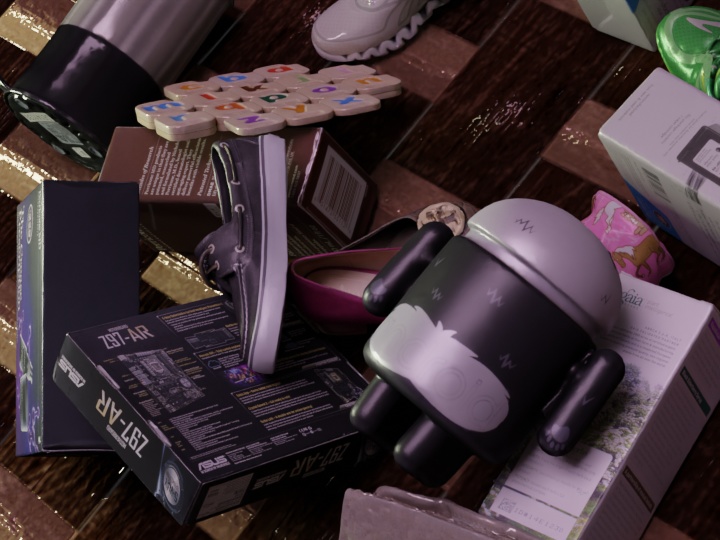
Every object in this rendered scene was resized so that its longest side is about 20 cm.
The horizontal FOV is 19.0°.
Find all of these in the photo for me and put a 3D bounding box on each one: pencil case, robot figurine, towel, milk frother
[{"bbox_3d":[0.133,0.035,1.523,0.200,0.083,0.087,-45,49,-4],"label":"pencil case"},{"bbox_3d":[0.084,0.047,1.419,0.200,0.150,0.125,-51,13,-2],"label":"robot figurine"},{"bbox_3d":[0.065,0.225,1.420,0.200,0.034,0.133,18,110,36],"label":"towel"},{"bbox_3d":[-0.248,-0.219,1.839,0.180,0.200,0.188,19,69,41],"label":"milk frother"}]

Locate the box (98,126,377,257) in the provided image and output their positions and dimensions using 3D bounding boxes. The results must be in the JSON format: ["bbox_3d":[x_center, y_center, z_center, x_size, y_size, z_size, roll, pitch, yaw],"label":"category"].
[{"bbox_3d":[-0.100,-0.063,1.708,0.200,0.100,0.075,4,67,32],"label":"box"}]

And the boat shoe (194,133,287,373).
[{"bbox_3d":[-0.087,-0.016,1.557,0.066,0.070,0.200,3,60,-5],"label":"boat shoe"}]

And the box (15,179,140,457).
[{"bbox_3d":[-0.215,0.040,1.626,0.141,0.079,0.200,161,109,-70],"label":"box"}]

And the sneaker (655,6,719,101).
[{"bbox_3d":[0.281,-0.141,1.558,0.074,0.084,0.200,-39,48,1],"label":"sneaker"}]

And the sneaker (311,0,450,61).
[{"bbox_3d":[0.041,-0.243,1.770,0.200,0.081,0.075,-29,51,11],"label":"sneaker"}]

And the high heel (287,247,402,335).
[{"bbox_3d":[0.048,0.003,1.569,0.200,0.096,0.067,-4,66,13],"label":"high heel"}]

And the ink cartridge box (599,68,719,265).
[{"bbox_3d":[0.268,-0.044,1.469,0.067,0.116,0.200,-46,49,-8],"label":"ink cartridge box"}]

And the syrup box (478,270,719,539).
[{"bbox_3d":[0.171,0.109,1.451,0.079,0.081,0.200,21,71,36],"label":"syrup box"}]

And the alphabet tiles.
[{"bbox_3d":[-0.073,-0.135,1.713,0.200,0.015,0.196,-14,20,-21],"label":"alphabet tiles"}]

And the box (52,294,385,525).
[{"bbox_3d":[-0.093,0.090,1.531,0.160,0.200,0.044,44,127,27],"label":"box"}]

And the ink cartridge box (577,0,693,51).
[{"bbox_3d":[0.241,-0.285,1.659,0.067,0.116,0.200,28,76,40],"label":"ink cartridge box"}]

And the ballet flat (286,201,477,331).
[{"bbox_3d":[0.000,0.000,1.646,0.200,0.046,0.067,-26,50,12],"label":"ballet flat"}]
